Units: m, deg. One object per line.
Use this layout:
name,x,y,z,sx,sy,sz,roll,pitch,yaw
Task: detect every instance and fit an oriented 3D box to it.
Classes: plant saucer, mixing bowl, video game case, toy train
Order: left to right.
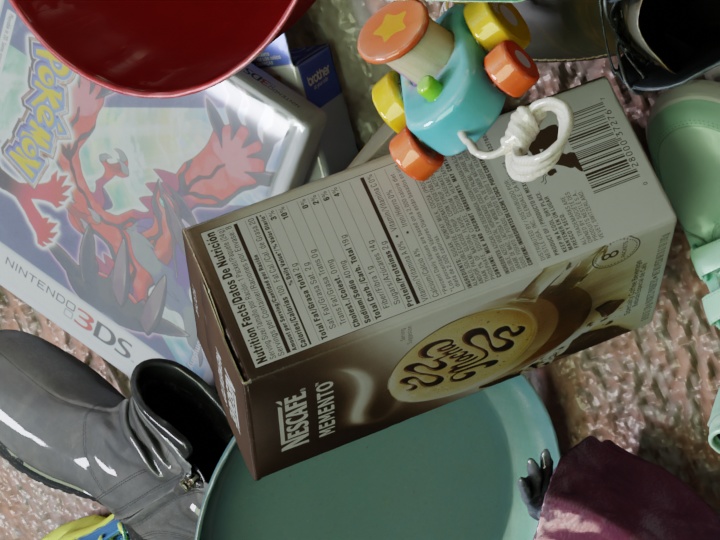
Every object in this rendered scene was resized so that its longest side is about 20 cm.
video game case,-0.121,-0.045,1.256,0.182,0.023,0.201,34,128,15
mixing bowl,-0.070,-0.186,1.139,0.199,0.108,0.202,9,108,32
plant saucer,0.006,0.120,1.203,0.027,0.199,0.201,31,133,56
toy train,0.066,-0.133,1.029,0.056,0.201,0.150,35,159,-28

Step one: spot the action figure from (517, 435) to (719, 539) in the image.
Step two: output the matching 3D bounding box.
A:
action figure,0.164,0.153,1.151,0.199,0.134,0.150,26,125,23

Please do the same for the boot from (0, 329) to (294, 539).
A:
boot,-0.116,0.075,1.260,0.200,0.070,0.132,36,150,7

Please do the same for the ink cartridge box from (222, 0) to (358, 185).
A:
ink cartridge box,-0.053,-0.039,1.254,0.119,0.042,0.201,-3,113,34

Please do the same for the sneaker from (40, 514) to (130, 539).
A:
sneaker,-0.128,0.168,1.359,0.199,0.105,0.076,-29,96,39

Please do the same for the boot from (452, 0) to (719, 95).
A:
boot,0.109,-0.117,1.049,0.199,0.097,0.075,-12,107,33

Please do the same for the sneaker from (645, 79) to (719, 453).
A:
sneaker,0.175,0.016,1.087,0.074,0.118,0.201,-31,93,40

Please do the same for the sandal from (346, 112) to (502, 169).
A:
sandal,0.000,0.000,1.190,0.080,0.054,0.200,34,106,-11

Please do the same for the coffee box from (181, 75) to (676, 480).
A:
coffee box,0.029,0.005,1.100,0.113,0.199,0.080,88,159,-65

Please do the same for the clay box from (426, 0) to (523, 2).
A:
clay box,0.048,-0.192,1.007,0.114,0.048,0.201,5,73,31
